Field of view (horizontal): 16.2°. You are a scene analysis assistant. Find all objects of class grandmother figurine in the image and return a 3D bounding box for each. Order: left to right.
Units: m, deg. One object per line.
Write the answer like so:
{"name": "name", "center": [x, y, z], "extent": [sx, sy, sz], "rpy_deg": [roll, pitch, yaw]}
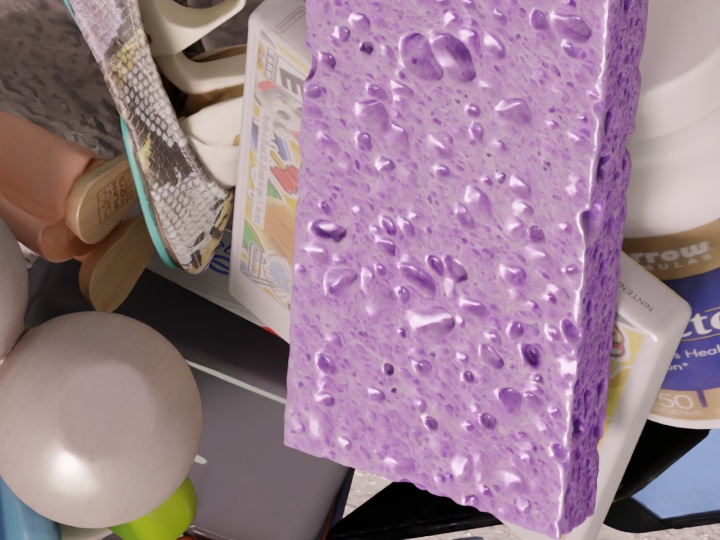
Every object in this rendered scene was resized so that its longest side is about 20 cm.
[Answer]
{"name": "grandmother figurine", "center": [-0.178, -0.057, 1.049], "extent": [0.200, 0.061, 0.121], "rpy_deg": [24, 132, 27]}

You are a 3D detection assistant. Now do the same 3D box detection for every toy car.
{"name": "toy car", "center": [-0.165, 0.066, 1.006], "extent": [0.200, 0.150, 0.175], "rpy_deg": [37, 164, -6]}

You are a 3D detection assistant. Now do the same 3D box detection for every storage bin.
{"name": "storage bin", "center": [-0.082, 0.053, 1.165], "extent": [0.200, 0.146, 0.134], "rpy_deg": [22, 141, -7]}

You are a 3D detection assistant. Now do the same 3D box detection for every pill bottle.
{"name": "pill bottle", "center": [0.110, -0.039, 0.896], "extent": [0.116, 0.116, 0.200], "rpy_deg": [5, 149, 23]}

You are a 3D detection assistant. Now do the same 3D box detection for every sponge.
{"name": "sponge", "center": [0.031, -0.017, 0.820], "extent": [0.112, 0.030, 0.200], "rpy_deg": [19, 120, 28]}

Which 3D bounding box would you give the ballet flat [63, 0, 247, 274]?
{"name": "ballet flat", "center": [-0.069, -0.081, 0.944], "extent": [0.072, 0.072, 0.200], "rpy_deg": [2, 131, 28]}

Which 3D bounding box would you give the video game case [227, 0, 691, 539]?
{"name": "video game case", "center": [0.026, 0.010, 0.924], "extent": [0.182, 0.023, 0.200], "rpy_deg": [39, 154, 15]}

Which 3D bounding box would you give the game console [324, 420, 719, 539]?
{"name": "game console", "center": [0.118, 0.106, 1.142], "extent": [0.176, 0.116, 0.200], "rpy_deg": [36, 150, -28]}

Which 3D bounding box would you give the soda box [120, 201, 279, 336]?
{"name": "soda box", "center": [0.000, 0.000, 1.084], "extent": [0.200, 0.063, 0.068], "rpy_deg": [28, 151, -16]}

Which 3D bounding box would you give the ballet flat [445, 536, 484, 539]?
{"name": "ballet flat", "center": [0.048, 0.142, 1.126], "extent": [0.065, 0.071, 0.200], "rpy_deg": [-40, 159, 23]}
